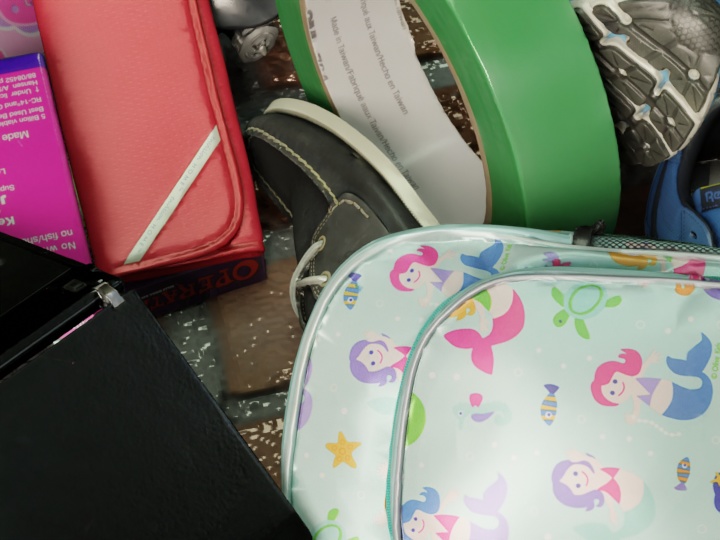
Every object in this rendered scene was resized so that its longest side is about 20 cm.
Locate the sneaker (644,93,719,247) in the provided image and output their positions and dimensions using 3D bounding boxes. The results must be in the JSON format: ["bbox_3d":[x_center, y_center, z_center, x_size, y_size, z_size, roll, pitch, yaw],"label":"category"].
[{"bbox_3d":[0.149,0.014,1.061,0.066,0.079,0.201,0,51,2],"label":"sneaker"}]

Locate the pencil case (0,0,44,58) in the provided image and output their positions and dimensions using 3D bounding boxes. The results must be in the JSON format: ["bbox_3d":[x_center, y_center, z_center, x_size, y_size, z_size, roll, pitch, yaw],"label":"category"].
[{"bbox_3d":[-0.175,-0.120,1.202,0.199,0.088,0.087,-26,52,-17],"label":"pencil case"}]

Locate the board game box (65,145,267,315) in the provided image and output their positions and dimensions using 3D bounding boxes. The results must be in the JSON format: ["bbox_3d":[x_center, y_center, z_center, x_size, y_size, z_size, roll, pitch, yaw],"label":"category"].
[{"bbox_3d":[-0.154,-0.014,1.143,0.199,0.032,0.120,-17,54,-11],"label":"board game box"}]

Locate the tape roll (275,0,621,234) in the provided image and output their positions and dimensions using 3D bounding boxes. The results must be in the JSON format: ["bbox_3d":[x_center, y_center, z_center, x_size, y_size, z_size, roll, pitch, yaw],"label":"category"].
[{"bbox_3d":[0.032,-0.083,1.071,0.048,0.201,0.201,-27,52,-18],"label":"tape roll"}]

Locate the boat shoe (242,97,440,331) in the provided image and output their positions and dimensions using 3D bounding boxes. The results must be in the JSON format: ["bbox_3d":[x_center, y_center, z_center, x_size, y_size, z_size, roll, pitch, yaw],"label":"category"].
[{"bbox_3d":[0.000,0.000,1.089,0.067,0.072,0.200,-27,55,-18],"label":"boat shoe"}]

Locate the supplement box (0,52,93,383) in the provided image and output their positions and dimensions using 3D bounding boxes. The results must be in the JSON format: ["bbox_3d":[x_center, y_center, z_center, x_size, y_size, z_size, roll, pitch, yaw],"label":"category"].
[{"bbox_3d":[-0.153,0.028,1.033,0.103,0.101,0.201,-11,62,-7],"label":"supplement box"}]

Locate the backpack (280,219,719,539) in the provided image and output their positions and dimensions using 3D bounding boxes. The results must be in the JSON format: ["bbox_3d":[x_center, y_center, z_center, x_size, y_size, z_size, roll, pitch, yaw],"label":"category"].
[{"bbox_3d":[0.070,0.068,0.949,0.199,0.151,0.178,8,88,12],"label":"backpack"}]

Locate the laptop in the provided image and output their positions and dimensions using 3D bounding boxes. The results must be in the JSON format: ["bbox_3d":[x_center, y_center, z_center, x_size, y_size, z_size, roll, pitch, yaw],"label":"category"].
[{"bbox_3d":[-0.151,0.081,0.914,0.200,0.104,0.177,19,44,42],"label":"laptop"}]

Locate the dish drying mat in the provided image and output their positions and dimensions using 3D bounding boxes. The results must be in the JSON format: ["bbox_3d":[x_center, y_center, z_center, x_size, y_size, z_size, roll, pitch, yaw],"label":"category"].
[{"bbox_3d":[-0.099,-0.096,1.122,0.076,0.018,0.201,-12,77,-8],"label":"dish drying mat"}]

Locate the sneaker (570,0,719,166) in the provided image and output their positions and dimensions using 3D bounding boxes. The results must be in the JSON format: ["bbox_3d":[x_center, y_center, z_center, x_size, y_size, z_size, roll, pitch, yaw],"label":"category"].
[{"bbox_3d":[0.116,-0.095,1.076,0.090,0.200,0.078,-43,93,-11],"label":"sneaker"}]

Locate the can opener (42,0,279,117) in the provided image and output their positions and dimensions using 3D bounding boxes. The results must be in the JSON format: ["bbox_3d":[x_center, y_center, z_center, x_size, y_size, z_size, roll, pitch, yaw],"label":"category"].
[{"bbox_3d":[-0.109,-0.102,1.166,0.200,0.063,0.079,-36,81,-13],"label":"can opener"}]
